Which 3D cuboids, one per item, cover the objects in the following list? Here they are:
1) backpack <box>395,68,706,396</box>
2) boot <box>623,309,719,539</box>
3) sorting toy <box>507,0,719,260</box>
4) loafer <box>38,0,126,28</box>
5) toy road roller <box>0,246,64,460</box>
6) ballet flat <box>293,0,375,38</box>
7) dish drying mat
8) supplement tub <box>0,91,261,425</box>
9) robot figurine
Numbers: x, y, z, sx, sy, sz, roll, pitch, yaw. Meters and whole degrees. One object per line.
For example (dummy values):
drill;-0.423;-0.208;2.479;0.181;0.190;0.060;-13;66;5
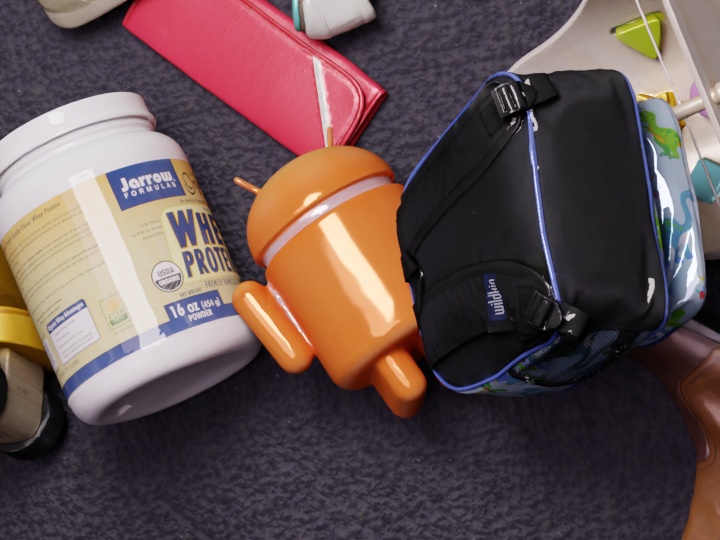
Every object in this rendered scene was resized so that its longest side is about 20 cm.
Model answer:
backpack;0.117;-0.014;1.551;0.200;0.147;0.183;139;126;-58
boot;0.221;0.123;1.635;0.188;0.068;0.200;6;97;14
sorting toy;0.181;-0.096;1.632;0.180;0.107;0.200;-21;92;32
loafer;-0.157;-0.243;1.767;0.200;0.068;0.076;-32;48;18
toy road roller;-0.308;0.056;1.802;0.200;0.123;0.146;-4;72;20
ballet flat;-0.019;-0.261;1.727;0.069;0.069;0.200;-4;92;21
dish drying mat;-0.078;-0.152;1.771;0.200;0.018;0.077;37;102;18
supplement tub;-0.167;-0.008;1.732;0.144;0.144;0.200;-28;79;18
robot figurine;0.002;-0.001;1.684;0.144;0.117;0.200;-41;75;27
